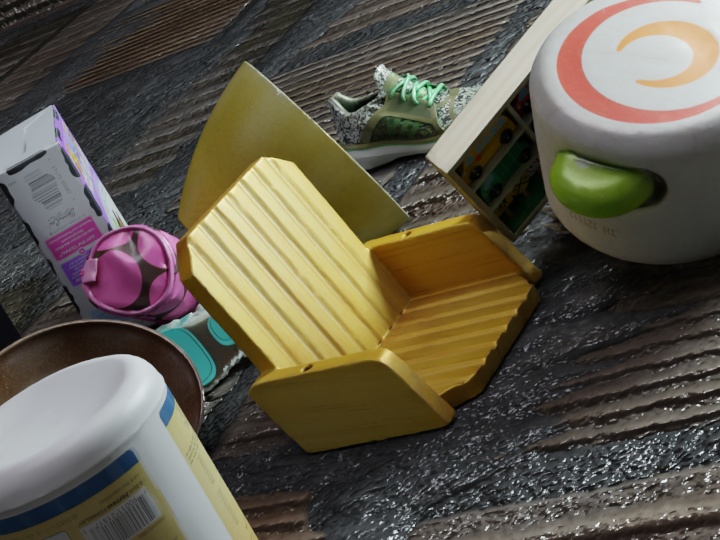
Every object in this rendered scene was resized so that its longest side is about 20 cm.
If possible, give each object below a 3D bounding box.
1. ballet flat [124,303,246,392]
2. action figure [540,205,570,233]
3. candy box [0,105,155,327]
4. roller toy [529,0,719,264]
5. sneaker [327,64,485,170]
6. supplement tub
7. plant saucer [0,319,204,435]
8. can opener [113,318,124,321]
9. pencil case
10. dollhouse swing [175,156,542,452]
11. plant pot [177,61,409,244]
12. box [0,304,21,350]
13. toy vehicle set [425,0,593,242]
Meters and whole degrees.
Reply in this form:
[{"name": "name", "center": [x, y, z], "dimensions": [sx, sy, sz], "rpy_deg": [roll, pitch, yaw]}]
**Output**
[{"name": "ballet flat", "center": [-0.128, 0.066, 1.635], "dimensions": [0.200, 0.072, 0.072], "rpy_deg": [-32, 19, -15]}, {"name": "action figure", "center": [0.210, -0.093, 1.537], "dimensions": [0.130, 0.069, 0.200], "rpy_deg": [2, 39, 41]}, {"name": "candy box", "center": [-0.270, -0.042, 1.871], "dimensions": [0.071, 0.200, 0.168], "rpy_deg": [-30, 19, -1]}, {"name": "roller toy", "center": [0.219, -0.101, 1.385], "dimensions": [0.199, 0.140, 0.183], "rpy_deg": [-16, 45, -2]}, {"name": "sneaker", "center": [0.046, -0.161, 1.898], "dimensions": [0.200, 0.089, 0.077], "rpy_deg": [-17, 22, 29]}, {"name": "supplement tub", "center": [-0.142, 0.167, 1.169], "dimensions": [0.144, 0.200, 0.145], "rpy_deg": [-25, 19, 9]}, {"name": "plant saucer", "center": [-0.219, 0.124, 1.528], "dimensions": [0.200, 0.037, 0.201], "rpy_deg": [-3, 48, 4]}, {"name": "can opener", "center": [-0.281, 0.120, 1.734], "dimensions": [0.200, 0.053, 0.067], "rpy_deg": [-29, 51, -2]}, {"name": "pencil case", "center": [-0.178, 0.010, 1.678], "dimensions": [0.093, 0.091, 0.200], "rpy_deg": [11, -6, 10]}, {"name": "dollhouse swing", "center": [0.000, 0.000, 1.432], "dimensions": [0.181, 0.176, 0.200], "rpy_deg": [-15, 23, 35]}, {"name": "plant pot", "center": [-0.077, -0.064, 1.712], "dimensions": [0.142, 0.200, 0.200], "rpy_deg": [-46, 20, 1]}, {"name": "box", "center": [-0.448, 0.050, 1.891], "dimensions": [0.198, 0.200, 0.123], "rpy_deg": [-4, 30, 48]}, {"name": "toy vehicle set", "center": [0.145, -0.128, 1.465], "dimensions": [0.200, 0.124, 0.027], "rpy_deg": [-51, 53, 0]}]
